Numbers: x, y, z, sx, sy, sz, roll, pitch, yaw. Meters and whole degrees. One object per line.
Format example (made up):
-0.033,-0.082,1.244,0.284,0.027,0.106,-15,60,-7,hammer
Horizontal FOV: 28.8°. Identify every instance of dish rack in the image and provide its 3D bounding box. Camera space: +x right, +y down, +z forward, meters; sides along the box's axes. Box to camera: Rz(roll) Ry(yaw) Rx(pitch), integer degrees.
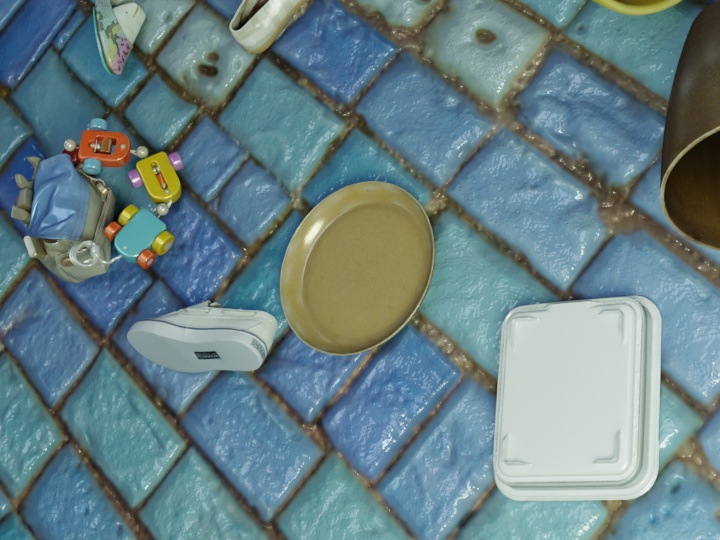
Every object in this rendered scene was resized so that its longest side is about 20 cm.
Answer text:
0.202,0.118,1.353,0.171,0.043,0.201,-7,67,32,dish rack

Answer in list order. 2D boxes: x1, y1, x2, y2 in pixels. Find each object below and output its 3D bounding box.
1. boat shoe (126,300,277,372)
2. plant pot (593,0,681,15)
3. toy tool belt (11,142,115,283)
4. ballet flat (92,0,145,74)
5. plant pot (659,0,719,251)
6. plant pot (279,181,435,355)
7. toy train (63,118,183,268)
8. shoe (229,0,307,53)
-0.180,0.070,1.618,0.199,0.071,0.070,-2,43,37,boat shoe
0.253,-0.385,1.439,0.201,0.200,0.189,-51,37,5,plant pot
-0.378,-0.090,1.768,0.124,0.123,0.201,-20,61,25,toy tool belt
-0.329,-0.354,1.884,0.071,0.069,0.201,-20,59,3,ballet flat
0.359,-0.151,1.290,0.186,0.187,0.201,-20,47,25,plant pot
0.000,0.000,1.543,0.199,0.027,0.201,-13,64,29,plant pot
-0.293,-0.087,1.729,0.149,0.056,0.201,0,68,0,toy train
-0.092,-0.360,1.730,0.070,0.053,0.200,37,94,37,shoe
